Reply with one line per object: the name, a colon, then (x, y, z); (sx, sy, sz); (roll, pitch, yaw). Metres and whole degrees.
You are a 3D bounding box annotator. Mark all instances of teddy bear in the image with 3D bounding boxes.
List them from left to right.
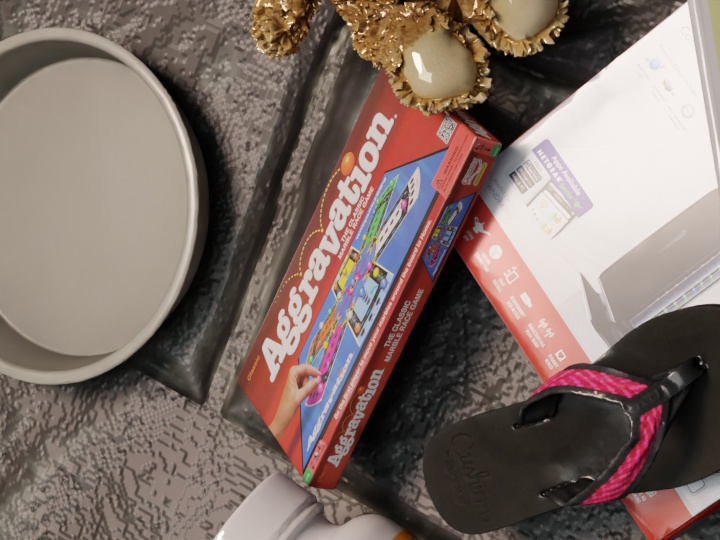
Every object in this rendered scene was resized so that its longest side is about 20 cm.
teddy bear: (0.016, -0.150, 0.962); (0.200, 0.067, 0.145); (26, 75, 30)

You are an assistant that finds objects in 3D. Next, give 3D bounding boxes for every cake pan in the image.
cake pan: (-0.168, -0.036, 1.088); (0.200, 0.037, 0.201); (0, 89, 27)

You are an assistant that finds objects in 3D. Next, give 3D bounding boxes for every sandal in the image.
sandal: (0.103, 0.077, 0.884); (0.200, 0.045, 0.075); (-28, 79, 34)

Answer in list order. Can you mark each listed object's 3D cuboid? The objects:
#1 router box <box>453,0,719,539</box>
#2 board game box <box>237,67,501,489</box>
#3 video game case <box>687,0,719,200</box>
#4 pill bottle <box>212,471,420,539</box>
router box: (0.159, -0.003, 0.910); (0.179, 0.049, 0.200); (-40, 72, 22)
board game box: (0.000, 0.000, 0.974); (0.200, 0.019, 0.103); (-65, 34, 18)
video game case: (0.242, -0.095, 0.846); (0.182, 0.022, 0.200); (-9, 78, 11)
pill bottle: (0.014, 0.190, 0.930); (0.200, 0.111, 0.111); (36, 106, 11)
